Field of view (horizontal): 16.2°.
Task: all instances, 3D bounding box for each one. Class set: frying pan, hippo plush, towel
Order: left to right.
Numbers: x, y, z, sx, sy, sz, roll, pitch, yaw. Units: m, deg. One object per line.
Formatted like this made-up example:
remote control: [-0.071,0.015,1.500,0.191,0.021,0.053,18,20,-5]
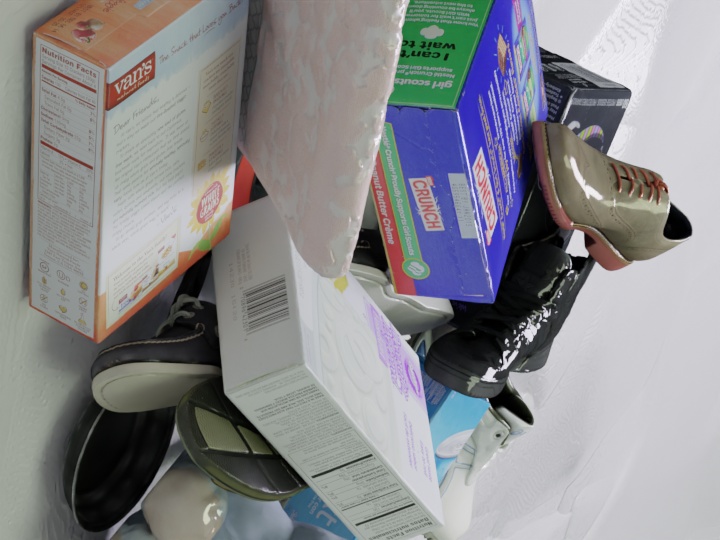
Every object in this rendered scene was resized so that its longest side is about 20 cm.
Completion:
frying pan: [-0.149,0.079,1.606,0.115,0.031,0.190,-32,139,-54]
hippo plush: [-0.081,0.201,1.671,0.159,0.161,0.200,-50,180,25]
towel: [-0.034,-0.128,1.444,0.032,0.191,0.200,-7,127,-26]

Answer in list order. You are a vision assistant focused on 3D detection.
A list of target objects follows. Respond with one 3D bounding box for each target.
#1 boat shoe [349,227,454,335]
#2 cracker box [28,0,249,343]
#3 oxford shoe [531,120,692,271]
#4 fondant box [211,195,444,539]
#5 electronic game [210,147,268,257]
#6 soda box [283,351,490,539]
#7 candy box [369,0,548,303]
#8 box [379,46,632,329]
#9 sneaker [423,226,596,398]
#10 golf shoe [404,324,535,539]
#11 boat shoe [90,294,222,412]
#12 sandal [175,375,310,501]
boat shoe: [0.000,0.000,1.724,0.074,0.060,0.200,-24,160,28]
cracker box: [-0.128,-0.076,1.449,0.134,0.058,0.200,-42,150,-42]
oxford shoe: [0.176,-0.061,1.776,0.200,0.075,0.071,35,46,-60]
fondant box: [-0.021,0.065,1.595,0.200,0.058,0.144,53,22,-45]
electronic game: [-0.036,-0.081,1.655,0.200,0.042,0.200,-47,154,-32]
soda box: [0.005,0.156,1.809,0.200,0.064,0.068,-56,150,2]
candy box: [0.064,-0.106,1.684,0.200,0.077,0.169,-72,157,-45]
box: [0.102,-0.065,1.883,0.122,0.106,0.200,-7,122,-62]
sneaker: [0.113,0.023,1.801,0.200,0.060,0.104,-16,131,-63]
golf shoe: [0.084,0.130,1.924,0.078,0.097,0.200,-57,150,-53]
boat shoe: [-0.109,0.049,1.583,0.200,0.073,0.063,3,68,-60]
sandal: [-0.068,0.114,1.585,0.057,0.080,0.201,-23,166,16]
